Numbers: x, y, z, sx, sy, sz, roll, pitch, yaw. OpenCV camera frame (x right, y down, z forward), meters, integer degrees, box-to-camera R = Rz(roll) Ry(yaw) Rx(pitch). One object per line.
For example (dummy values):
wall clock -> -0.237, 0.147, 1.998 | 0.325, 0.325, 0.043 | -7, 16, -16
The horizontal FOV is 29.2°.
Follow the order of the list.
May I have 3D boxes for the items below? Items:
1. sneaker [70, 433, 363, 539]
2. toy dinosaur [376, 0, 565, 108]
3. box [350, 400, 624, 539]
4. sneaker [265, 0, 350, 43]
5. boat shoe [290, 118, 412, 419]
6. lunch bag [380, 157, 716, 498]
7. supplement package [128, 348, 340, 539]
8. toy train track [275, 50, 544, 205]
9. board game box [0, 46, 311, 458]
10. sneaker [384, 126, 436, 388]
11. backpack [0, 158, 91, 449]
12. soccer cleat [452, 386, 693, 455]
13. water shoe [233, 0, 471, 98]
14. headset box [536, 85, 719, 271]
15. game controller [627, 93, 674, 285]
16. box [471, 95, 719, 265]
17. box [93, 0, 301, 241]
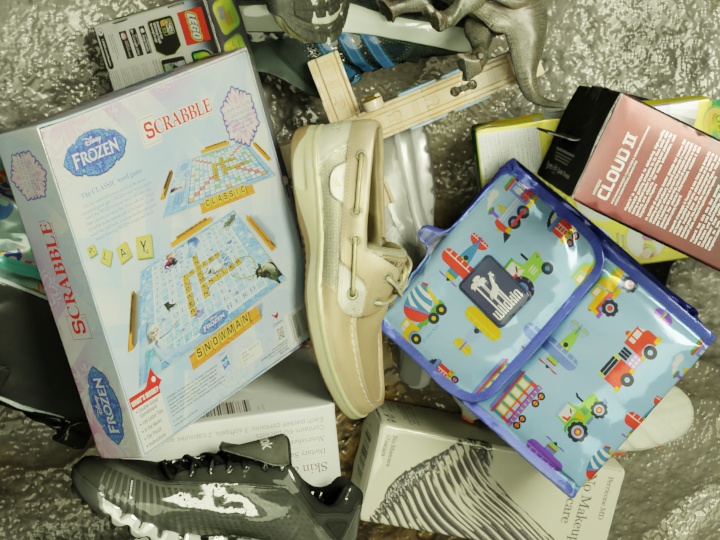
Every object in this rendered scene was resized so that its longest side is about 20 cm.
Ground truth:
sneaker -> -0.085, 0.140, 0.888 | 0.198, 0.066, 0.091 | 22, 94, -16
toy dinosaur -> 0.077, -0.193, 0.932 | 0.102, 0.077, 0.200 | -40, 65, -18
box -> 0.096, 0.162, 1.071 | 0.198, 0.068, 0.083 | 11, 100, -10
sneaker -> -0.050, -0.204, 0.923 | 0.087, 0.200, 0.078 | 2, 117, 8
boat shoe -> 0.000, 0.000, 0.927 | 0.064, 0.072, 0.203 | -6, 96, 15
lunch bag -> 0.121, 0.031, 0.972 | 0.199, 0.094, 0.151 | 39, 101, -3
supplement package -> -0.091, 0.180, 1.004 | 0.150, 0.151, 0.203 | -7, 103, -8
toy train track -> 0.033, -0.110, 0.960 | 0.198, 0.033, 0.116 | -22, 104, 2
board game box -> -0.114, -0.018, 0.859 | 0.041, 0.200, 0.202 | -6, 106, 35
sneaker -> 0.022, -0.011, 1.033 | 0.081, 0.075, 0.203 | -6, 95, 6
backpack -> -0.226, 0.003, 0.920 | 0.177, 0.200, 0.152 | 24, 95, -37
soccer cleat -> 0.168, 0.092, 1.059 | 0.197, 0.070, 0.078 | 9, 135, -8
water shoe -> -0.013, -0.166, 0.999 | 0.197, 0.072, 0.080 | 4, 125, -8
headset box -> 0.210, -0.056, 0.914 | 0.198, 0.149, 0.076 | 25, 98, -6
game controller -> 0.201, -0.033, 1.068 | 0.103, 0.042, 0.202 | 9, 101, -25
box -> 0.185, -0.062, 1.011 | 0.197, 0.048, 0.119 | -7, 100, 2
box -> -0.111, -0.088, 0.974 | 0.109, 0.035, 0.202 | -6, 107, 35
